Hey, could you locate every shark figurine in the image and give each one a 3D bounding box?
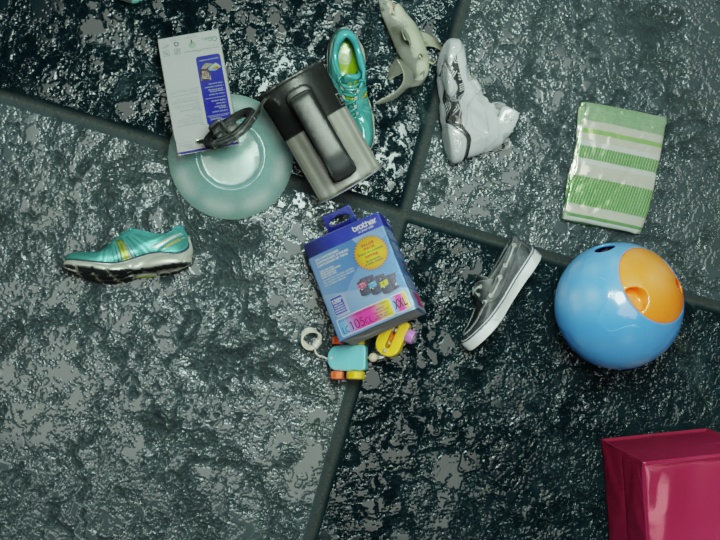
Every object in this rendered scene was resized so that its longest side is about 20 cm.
[{"bbox_3d":[0.068,-0.324,1.609,0.128,0.215,0.089,29,130,-34],"label":"shark figurine"}]

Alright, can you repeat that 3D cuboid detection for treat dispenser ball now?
[{"bbox_3d":[0.408,0.056,1.603,0.200,0.201,0.202,0,92,-6],"label":"treat dispenser ball"}]

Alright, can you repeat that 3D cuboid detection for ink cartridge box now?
[{"bbox_3d":[0.000,0.000,1.591,0.136,0.076,0.200,-24,74,9],"label":"ink cartridge box"},{"bbox_3d":[-0.251,-0.273,1.580,0.099,0.039,0.201,-10,75,-5],"label":"ink cartridge box"}]

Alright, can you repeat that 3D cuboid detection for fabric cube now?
[{"bbox_3d":[0.515,0.375,1.623,0.196,0.200,0.200,-4,92,-5],"label":"fabric cube"}]

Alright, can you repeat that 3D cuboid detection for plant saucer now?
[{"bbox_3d":[-0.207,-0.182,1.613,0.200,0.039,0.202,0,91,-5],"label":"plant saucer"}]

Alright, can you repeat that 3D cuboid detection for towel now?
[{"bbox_3d":[0.420,-0.170,1.688,0.152,0.023,0.201,11,89,-7],"label":"towel"}]

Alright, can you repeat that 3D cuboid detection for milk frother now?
[{"bbox_3d":[-0.103,-0.183,1.521,0.200,0.181,0.188,-28,98,19],"label":"milk frother"}]

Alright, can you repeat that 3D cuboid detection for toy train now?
[{"bbox_3d":[0.009,0.088,1.639,0.200,0.056,0.150,-40,73,5],"label":"toy train"}]

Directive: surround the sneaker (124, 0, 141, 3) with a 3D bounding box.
[{"bbox_3d":[-0.388,-0.509,1.558,0.077,0.091,0.200,-26,94,-4],"label":"sneaker"}]

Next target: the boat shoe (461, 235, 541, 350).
[{"bbox_3d":[0.213,0.035,1.646,0.068,0.072,0.200,36,85,-8],"label":"boat shoe"}]

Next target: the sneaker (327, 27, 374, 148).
[{"bbox_3d":[-0.020,-0.282,1.602,0.077,0.080,0.201,-9,94,-5],"label":"sneaker"}]

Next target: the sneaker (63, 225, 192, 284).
[{"bbox_3d":[-0.365,-0.027,1.595,0.199,0.078,0.080,-8,73,-10],"label":"sneaker"}]

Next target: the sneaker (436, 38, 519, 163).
[{"bbox_3d":[0.187,-0.275,1.622,0.115,0.075,0.201,-9,112,-10],"label":"sneaker"}]
